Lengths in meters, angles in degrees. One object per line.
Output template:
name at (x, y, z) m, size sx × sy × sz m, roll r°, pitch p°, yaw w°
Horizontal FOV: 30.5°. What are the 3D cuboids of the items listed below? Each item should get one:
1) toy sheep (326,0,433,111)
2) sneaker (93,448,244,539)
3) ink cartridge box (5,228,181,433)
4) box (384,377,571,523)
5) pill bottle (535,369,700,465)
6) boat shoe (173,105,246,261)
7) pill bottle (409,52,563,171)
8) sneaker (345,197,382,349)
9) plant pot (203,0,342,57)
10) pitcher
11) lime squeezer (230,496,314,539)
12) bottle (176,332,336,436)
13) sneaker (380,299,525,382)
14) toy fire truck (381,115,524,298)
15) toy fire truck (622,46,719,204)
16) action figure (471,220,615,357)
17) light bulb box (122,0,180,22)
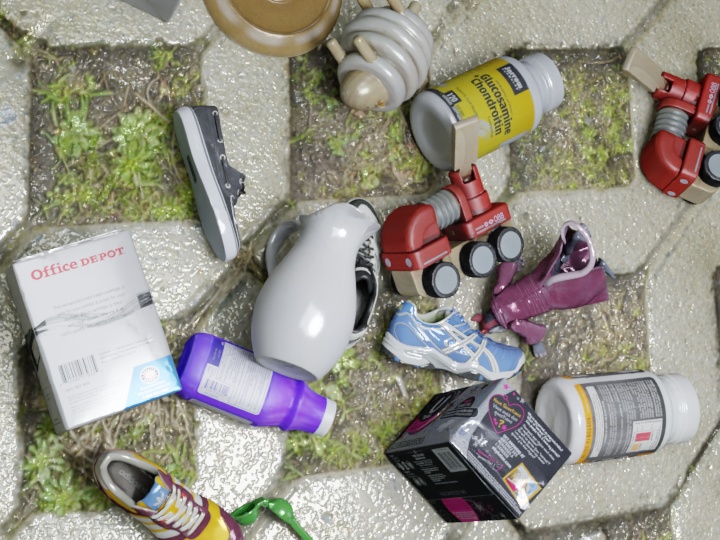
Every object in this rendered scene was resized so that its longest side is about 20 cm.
toy sheep at (0.032, -0.286, 1.719) m, size 0.138 × 0.138 × 0.201 m, roll 39°, pitch 63°, yaw -10°
sneaker at (-0.222, 0.274, 1.516) m, size 0.199 × 0.090 × 0.075 m, roll 30°, pitch 76°, yaw -3°
ink cartridge box at (-0.312, 0.070, 1.537) m, size 0.143 × 0.084 × 0.202 m, roll -17°, pitch 87°, yaw -24°
box at (0.141, 0.222, 1.621) m, size 0.132 × 0.200 × 0.115 m, roll 48°, pitch 66°, yaw -6°
pill bottle at (0.342, 0.192, 1.751) m, size 0.198 × 0.116 × 0.118 m, roll -3°, pitch 80°, yaw -21°
boat shoe at (-0.175, -0.113, 1.641) m, size 0.066 × 0.070 × 0.202 m, roll -15°, pitch 78°, yaw -22°
pill bottle at (0.173, -0.220, 1.769) m, size 0.199 × 0.112 × 0.113 m, roll -28°, pitch 90°, yaw -23°
sneaker at (0.000, 0.000, 1.672) m, size 0.075 × 0.088 × 0.202 m, roll 11°, pitch 74°, yaw -17°
plant pot at (-0.113, -0.381, 1.736) m, size 0.198 × 0.027 × 0.203 m, roll 4°, pitch 78°, yaw -20°
pitcher at (-0.074, 0.026, 1.598) m, size 0.121 × 0.171 × 0.202 m, roll 31°, pitch 68°, yaw -36°
lime squeezer at (-0.125, 0.307, 1.597) m, size 0.198 × 0.038 × 0.071 m, roll 9°, pitch 108°, yaw -20°
bottle at (-0.127, 0.146, 1.605) m, size 0.198 × 0.065 × 0.084 m, roll 23°, pitch 68°, yaw -16°
sneaker at (0.127, 0.092, 1.700) m, size 0.198 × 0.076 × 0.078 m, roll 12°, pitch 100°, yaw -21°
toy fire truck at (0.110, -0.083, 1.676) m, size 0.175 × 0.128 × 0.202 m, roll -27°, pitch 105°, yaw -29°
toy fire truck at (0.442, -0.216, 1.872) m, size 0.198 × 0.129 × 0.178 m, roll 22°, pitch 71°, yaw -2°
action figure at (0.234, 0.036, 1.724) m, size 0.199 × 0.149 × 0.135 m, roll -31°, pitch 82°, yaw 8°
light bulb box at (-0.279, -0.453, 1.632) m, size 0.197 × 0.125 × 0.202 m, roll 24°, pitch 73°, yaw -15°
